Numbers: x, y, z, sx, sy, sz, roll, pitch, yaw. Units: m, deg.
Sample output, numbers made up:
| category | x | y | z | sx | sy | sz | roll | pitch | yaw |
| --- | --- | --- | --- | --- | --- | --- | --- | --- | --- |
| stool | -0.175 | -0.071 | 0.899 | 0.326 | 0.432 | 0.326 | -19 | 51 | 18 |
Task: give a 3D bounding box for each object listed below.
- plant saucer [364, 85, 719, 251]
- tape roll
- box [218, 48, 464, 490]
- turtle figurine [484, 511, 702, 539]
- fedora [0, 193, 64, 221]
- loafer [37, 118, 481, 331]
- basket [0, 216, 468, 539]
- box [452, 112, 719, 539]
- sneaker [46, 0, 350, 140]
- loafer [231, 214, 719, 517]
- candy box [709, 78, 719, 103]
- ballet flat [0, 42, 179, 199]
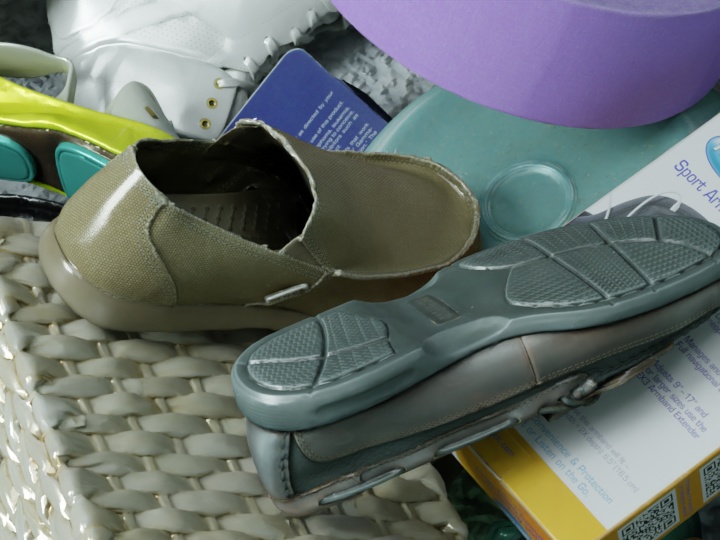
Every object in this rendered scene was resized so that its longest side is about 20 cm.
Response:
| category | x | y | z | sx | sy | sz | roll | pitch | yaw |
| --- | --- | --- | --- | --- | --- | --- | --- | --- | --- |
| plant saucer | 0.074 | -0.021 | 1.195 | 0.200 | 0.036 | 0.200 | -8 | 57 | 13 |
| tape roll | 0.075 | -0.151 | 1.197 | 0.200 | 0.066 | 0.200 | 13 | 43 | -12 |
| box | 0.000 | 0.000 | 1.270 | 0.121 | 0.032 | 0.200 | -51 | 57 | 8 |
| turtle figurine | 0.123 | 0.128 | 1.127 | 0.149 | 0.101 | 0.200 | 9 | 50 | 22 |
| fedora | -0.183 | 0.028 | 1.297 | 0.200 | 0.092 | 0.201 | -9 | 57 | 14 |
| loafer | -0.026 | -0.017 | 1.108 | 0.200 | 0.067 | 0.076 | -8 | 56 | -38 |
| basket | -0.091 | 0.099 | 1.127 | 0.161 | 0.200 | 0.198 | -54 | 45 | 33 |
| box | 0.125 | 0.022 | 1.107 | 0.200 | 0.042 | 0.119 | -34 | 58 | -13 |
| sneaker | -0.047 | -0.105 | 1.360 | 0.200 | 0.074 | 0.116 | -9 | 76 | 1 |
| loafer | 0.048 | 0.034 | 1.064 | 0.200 | 0.063 | 0.072 | -17 | 29 | -16 |
| candy box | 0.127 | -0.064 | 1.242 | 0.102 | 0.026 | 0.200 | -26 | 54 | 6 |
| ballet flat | -0.131 | -0.062 | 1.297 | 0.200 | 0.067 | 0.067 | 19 | 61 | 15 |
